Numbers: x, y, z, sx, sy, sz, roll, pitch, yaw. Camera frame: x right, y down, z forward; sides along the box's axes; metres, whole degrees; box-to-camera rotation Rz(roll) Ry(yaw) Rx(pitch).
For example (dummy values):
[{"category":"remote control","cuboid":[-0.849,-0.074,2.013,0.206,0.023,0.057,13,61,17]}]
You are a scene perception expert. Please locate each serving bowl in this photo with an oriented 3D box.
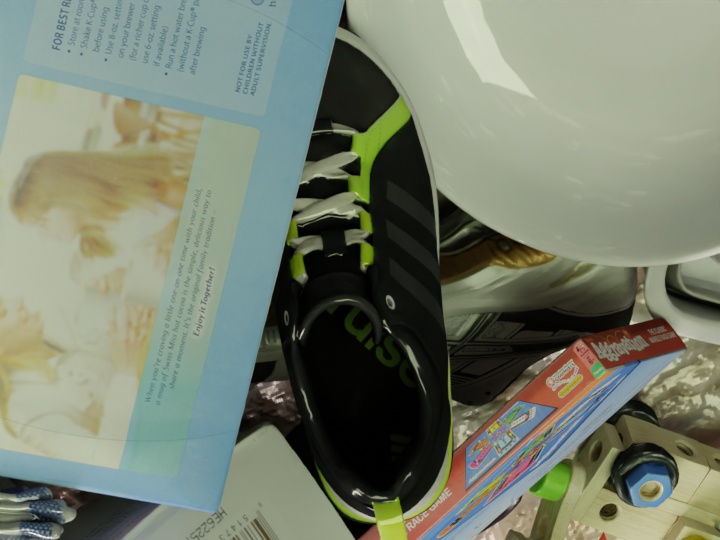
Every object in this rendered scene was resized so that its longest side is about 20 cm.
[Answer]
[{"category":"serving bowl","cuboid":[0.097,-0.102,1.036,0.199,0.066,0.201,10,124,16]}]

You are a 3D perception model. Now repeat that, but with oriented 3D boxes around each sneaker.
[{"category":"sneaker","cuboid":[0.000,0.000,1.010,0.071,0.083,0.201,-14,86,1]},{"category":"sneaker","cuboid":[0.023,0.026,1.124,0.199,0.076,0.088,-13,127,-5]}]

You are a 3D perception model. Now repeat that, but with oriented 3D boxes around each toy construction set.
[{"category":"toy construction set","cuboid":[0.130,0.136,1.225,0.199,0.092,0.132,12,120,-35]}]

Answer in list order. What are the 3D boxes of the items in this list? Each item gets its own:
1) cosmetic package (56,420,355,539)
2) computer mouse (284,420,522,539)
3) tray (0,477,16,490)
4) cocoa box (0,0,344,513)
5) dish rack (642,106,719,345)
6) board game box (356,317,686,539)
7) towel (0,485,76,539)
[{"category":"cosmetic package","cuboid":[-0.091,0.131,1.078,0.102,0.200,0.074,-38,97,-32]},{"category":"computer mouse","cuboid":[-0.019,0.105,1.151,0.140,0.046,0.200,-35,159,8]},{"category":"tray","cuboid":[-0.228,0.151,1.173,0.200,0.022,0.107,-37,124,11]},{"category":"cocoa box","cuboid":[-0.104,-0.032,0.976,0.133,0.131,0.201,12,96,-22]},{"category":"dish rack","cuboid":[0.217,-0.041,1.138,0.199,0.044,0.172,12,114,-28]},{"category":"board game box","cuboid":[0.040,0.092,1.098,0.200,0.019,0.103,-44,167,20]},{"category":"towel","cuboid":[-0.205,0.073,0.972,0.199,0.147,0.024,11,83,-10]}]
